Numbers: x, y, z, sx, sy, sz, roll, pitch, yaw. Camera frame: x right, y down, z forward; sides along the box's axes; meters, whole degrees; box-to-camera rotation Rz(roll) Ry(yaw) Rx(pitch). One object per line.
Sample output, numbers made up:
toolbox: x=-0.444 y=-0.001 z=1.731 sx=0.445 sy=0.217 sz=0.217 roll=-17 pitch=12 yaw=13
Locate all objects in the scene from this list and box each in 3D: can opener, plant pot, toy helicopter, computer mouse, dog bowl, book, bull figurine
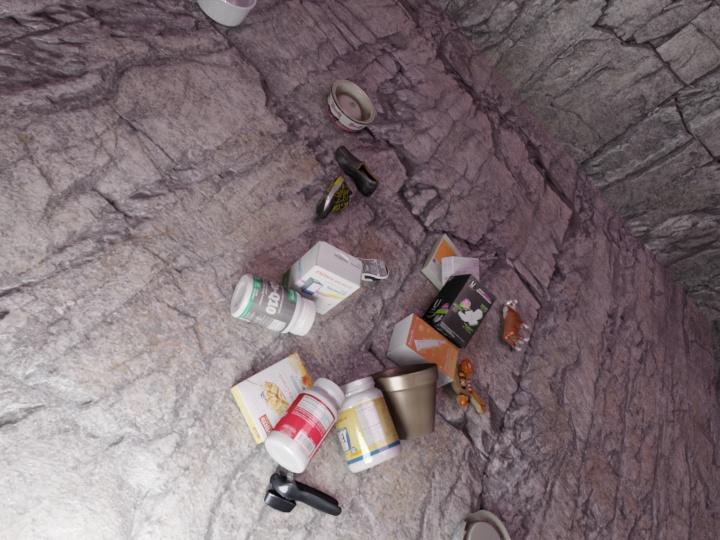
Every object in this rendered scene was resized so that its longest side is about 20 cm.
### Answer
can opener: x=-0.127 y=0.517 z=1.237 sx=0.198 sy=0.079 sz=0.063 roll=29 pitch=9 yaw=-28
plant pot: x=0.129 y=0.359 z=1.473 sx=0.198 sy=0.198 sz=0.177 roll=-5 pitch=83 yaw=-42
toy helicopter: x=0.344 y=0.390 z=1.706 sx=0.201 sy=0.078 sz=0.133 roll=50 pitch=35 yaw=-22
computer mouse: x=0.000 y=0.000 z=1.678 sx=0.197 sy=0.044 sz=0.111 roll=9 pitch=54 yaw=-30
dog bowl: x=-0.043 y=-0.605 z=1.999 sx=0.198 sy=0.074 sz=0.203 roll=22 pitch=51 yaw=-29
book: x=0.304 y=-0.021 z=1.951 sx=0.134 sy=0.048 sz=0.201 roll=46 pitch=44 yaw=-13
bull figurine: x=0.579 y=0.203 z=2.028 sx=0.121 sy=0.065 sz=0.202 roll=36 pitch=46 yaw=-13
dog bowl: x=0.329 y=0.765 z=1.463 sx=0.198 sy=0.058 sz=0.203 roll=22 pitch=51 yaw=-29

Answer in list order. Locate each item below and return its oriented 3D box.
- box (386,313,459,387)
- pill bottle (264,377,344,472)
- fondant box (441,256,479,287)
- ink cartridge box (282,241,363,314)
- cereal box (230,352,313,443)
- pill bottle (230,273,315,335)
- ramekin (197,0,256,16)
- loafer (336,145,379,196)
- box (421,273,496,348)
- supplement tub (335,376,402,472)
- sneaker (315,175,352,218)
box: x=0.192 y=0.249 z=1.643 sx=0.199 sy=0.097 sz=0.126 roll=36 pitch=46 yaw=-17
pill bottle: x=-0.122 y=0.352 z=1.248 sx=0.112 sy=0.112 sz=0.200 roll=46 pitch=52 yaw=-7
fondant box: x=0.352 y=0.056 z=1.884 sx=0.142 sy=0.058 sz=0.204 roll=3 pitch=83 yaw=-39
ink cartridge box: x=-0.106 y=0.024 z=1.454 sx=0.144 sy=0.199 sz=0.089 roll=26 pitch=49 yaw=-26
cereal box: x=-0.201 y=0.305 z=1.309 sx=0.199 sy=0.039 sz=0.146 roll=-24 pitch=83 yaw=-47
pill bottle: x=-0.221 y=0.092 z=1.375 sx=0.198 sy=0.113 sz=0.115 roll=23 pitch=51 yaw=-29
ramekin: x=-0.463 y=-0.935 z=1.828 sx=0.198 sy=0.097 sz=0.204 roll=22 pitch=51 yaw=-30
loafer: x=-0.006 y=-0.360 z=1.876 sx=0.201 sy=0.072 sz=0.073 roll=51 pitch=44 yaw=-2
box: x=0.311 y=0.129 z=1.731 sx=0.124 sy=0.148 sz=0.201 roll=40 pitch=76 yaw=-13
supplement tub: x=0.008 y=0.388 z=1.363 sx=0.143 sy=0.144 sz=0.203 roll=-6 pitch=67 yaw=-42
sneaker: x=-0.076 y=-0.227 z=1.730 sx=0.084 sy=0.074 sz=0.202 roll=39 pitch=45 yaw=-15
